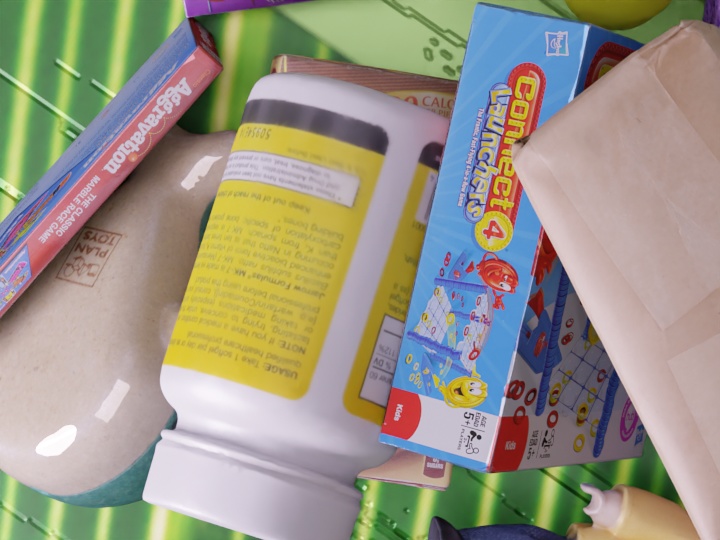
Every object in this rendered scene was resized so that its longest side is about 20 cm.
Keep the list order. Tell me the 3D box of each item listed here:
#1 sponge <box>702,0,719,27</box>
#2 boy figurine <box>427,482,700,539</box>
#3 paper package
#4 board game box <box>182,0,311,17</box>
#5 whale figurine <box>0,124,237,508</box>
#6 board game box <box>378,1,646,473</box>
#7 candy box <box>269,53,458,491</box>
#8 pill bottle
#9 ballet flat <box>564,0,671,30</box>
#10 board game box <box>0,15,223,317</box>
[{"bbox_3d":[0.207,-0.115,1.006,0.111,0.200,0.030,-8,57,-3],"label":"sponge"},{"bbox_3d":[0.129,0.165,1.108,0.199,0.064,0.125,5,100,-6],"label":"boy figurine"},{"bbox_3d":[0.175,0.018,0.945,0.103,0.190,0.200,-33,71,21],"label":"paper package"},{"bbox_3d":[-0.044,-0.229,1.122,0.120,0.032,0.201,-6,114,11],"label":"board game box"},{"bbox_3d":[-0.109,0.024,1.147,0.159,0.104,0.200,10,70,42],"label":"whale figurine"},{"bbox_3d":[0.095,-0.011,1.062,0.056,0.200,0.196,15,95,26],"label":"board game box"},{"bbox_3d":[0.000,0.000,1.137,0.115,0.055,0.201,8,94,-9],"label":"candy box"},{"bbox_3d":[-0.024,0.022,1.037,0.114,0.114,0.201,17,83,5],"label":"pill bottle"},{"bbox_3d":[0.119,-0.170,0.932,0.067,0.067,0.200,8,128,-6],"label":"ballet flat"},{"bbox_3d":[-0.143,-0.040,1.138,0.019,0.103,0.200,41,97,-14],"label":"board game box"}]
